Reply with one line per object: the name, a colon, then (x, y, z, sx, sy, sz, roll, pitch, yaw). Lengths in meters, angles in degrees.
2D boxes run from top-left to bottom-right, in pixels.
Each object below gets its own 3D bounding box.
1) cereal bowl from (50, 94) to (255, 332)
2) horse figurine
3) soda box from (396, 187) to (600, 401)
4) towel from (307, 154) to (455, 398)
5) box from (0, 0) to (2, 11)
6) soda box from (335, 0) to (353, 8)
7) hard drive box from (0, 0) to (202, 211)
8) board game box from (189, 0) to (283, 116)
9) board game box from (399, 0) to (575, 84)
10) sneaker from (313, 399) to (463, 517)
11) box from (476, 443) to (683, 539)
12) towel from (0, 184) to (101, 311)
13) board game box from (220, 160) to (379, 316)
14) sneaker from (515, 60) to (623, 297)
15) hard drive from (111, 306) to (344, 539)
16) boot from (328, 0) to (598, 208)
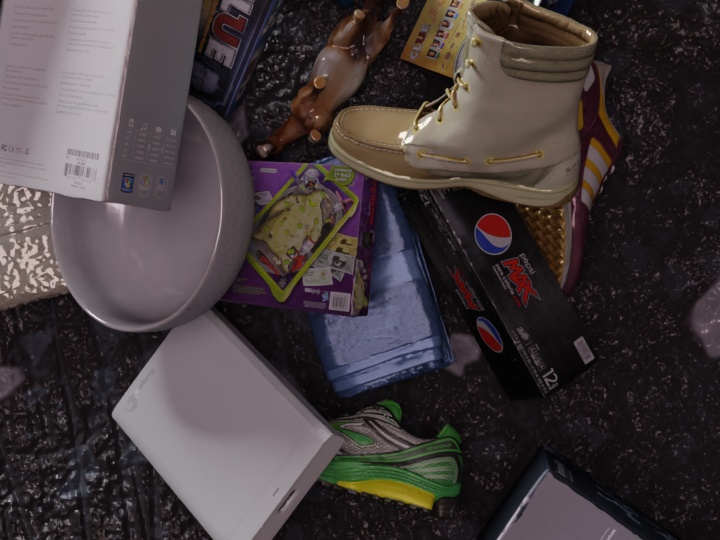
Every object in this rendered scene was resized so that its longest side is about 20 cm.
cereal bowl: (-0.161, -0.049, 1.146, 0.199, 0.083, 0.202, -3, 85, 35)
horse figurine: (-0.017, -0.171, 1.151, 0.050, 0.133, 0.201, 31, 84, -8)
soda box: (0.112, 0.006, 1.137, 0.063, 0.071, 0.201, -30, 94, -20)
towel: (0.000, 0.000, 1.178, 0.111, 0.049, 0.202, -17, 90, 9)
box: (-0.326, -0.309, 1.133, 0.130, 0.199, 0.201, 36, 95, 5)
soda box: (-0.080, -0.304, 1.172, 0.199, 0.064, 0.068, 32, 95, 5)
hard drive box: (-0.213, -0.158, 1.093, 0.155, 0.077, 0.202, 12, 94, 36)
board game box: (-0.127, -0.245, 1.141, 0.135, 0.035, 0.201, 30, 123, 5)
board game box: (0.123, -0.242, 1.124, 0.135, 0.034, 0.201, 31, 97, 50)
sneaker: (-0.008, 0.147, 1.178, 0.198, 0.078, 0.086, 14, 78, 4)
box: (0.199, 0.246, 1.110, 0.199, 0.148, 0.107, 34, 94, 4)
towel: (-0.327, -0.028, 1.224, 0.198, 0.034, 0.134, -13, 91, 6)
board game box: (-0.075, -0.031, 1.151, 0.199, 0.032, 0.121, 6, 96, 35)
sneaker: (0.178, -0.073, 1.144, 0.090, 0.075, 0.202, -15, 115, -31)
hard drive: (-0.115, 0.130, 1.153, 0.200, 0.026, 0.132, 41, 97, 37)
boot: (0.073, -0.133, 1.036, 0.198, 0.072, 0.155, 11, 136, 10)
